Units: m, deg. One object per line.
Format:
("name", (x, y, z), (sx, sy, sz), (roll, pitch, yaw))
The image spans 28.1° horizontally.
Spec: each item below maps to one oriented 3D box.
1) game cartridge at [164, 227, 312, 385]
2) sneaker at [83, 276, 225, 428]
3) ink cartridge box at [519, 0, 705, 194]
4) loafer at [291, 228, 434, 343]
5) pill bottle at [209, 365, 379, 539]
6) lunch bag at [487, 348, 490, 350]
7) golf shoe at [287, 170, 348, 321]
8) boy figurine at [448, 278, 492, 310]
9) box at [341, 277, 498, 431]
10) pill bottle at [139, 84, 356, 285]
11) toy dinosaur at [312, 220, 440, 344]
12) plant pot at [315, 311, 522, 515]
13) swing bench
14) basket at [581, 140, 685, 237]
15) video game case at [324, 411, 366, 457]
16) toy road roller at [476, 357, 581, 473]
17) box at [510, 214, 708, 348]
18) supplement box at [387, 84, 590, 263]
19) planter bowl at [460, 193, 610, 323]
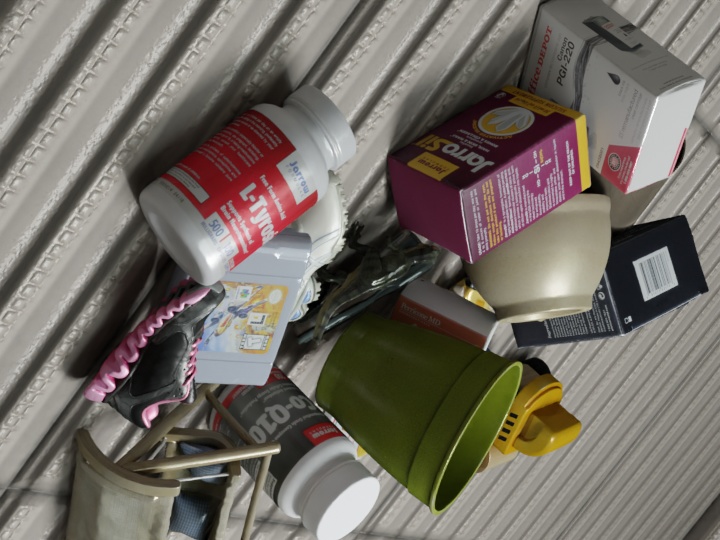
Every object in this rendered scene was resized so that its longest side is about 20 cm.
("game cartridge", (-0.139, 0.039, 1.506), (0.132, 0.042, 0.201), (1, 128, -26))
("sneaker", (-0.188, 0.085, 1.439), (0.200, 0.095, 0.079), (-43, -173, 28))
("ink cartridge box", (0.284, -0.209, 1.666), (0.084, 0.200, 0.146), (-21, 141, -30))
("loafer", (-0.005, 0.017, 1.703), (0.199, 0.063, 0.072), (-30, 177, -23))
("pill bottle", (-0.076, 0.213, 1.675), (0.113, 0.200, 0.114), (-33, 147, -25))
("lunch bag", (0.142, 0.215, 2.072), (0.160, 0.082, 0.201), (-25, 143, -51))
("golf shoe", (-0.079, -0.024, 1.531), (0.097, 0.078, 0.201), (-9, 131, -40))
("boy figurine", (0.143, 0.048, 1.916), (0.201, 0.064, 0.124), (-55, 153, 4))
("box", (0.076, 0.129, 1.812), (0.201, 0.124, 0.097), (-68, 172, 19))
("pill bottle", (-0.104, -0.087, 1.382), (0.200, 0.112, 0.113), (-39, 149, -16))
("toy dinosaur", (0.000, 0.000, 1.643), (0.199, 0.088, 0.048), (-34, 147, -23))
("plant pot", (0.057, 0.149, 1.682), (0.201, 0.192, 0.201), (-51, 160, -28))
("swing bench", (-0.218, 0.257, 1.612), (0.199, 0.130, 0.200), (-22, 141, -38))
("basket", (0.321, -0.137, 1.854), (0.136, 0.181, 0.200), (-34, 159, -16))
("video game case", (0.016, 0.199, 1.966), (0.199, 0.017, 0.144), (-18, 138, -42))
("toy road roller", (0.243, 0.242, 2.186), (0.122, 0.146, 0.201), (-13, 135, -45))
("box", (0.330, 0.016, 1.971), (0.196, 0.118, 0.199), (-21, -175, -39))
("supplement box", (0.149, -0.115, 1.651), (0.199, 0.131, 0.104), (-33, 130, -27))
("planter bowl", (0.219, -0.008, 1.777), (0.198, 0.136, 0.200), (-8, 174, -1))
